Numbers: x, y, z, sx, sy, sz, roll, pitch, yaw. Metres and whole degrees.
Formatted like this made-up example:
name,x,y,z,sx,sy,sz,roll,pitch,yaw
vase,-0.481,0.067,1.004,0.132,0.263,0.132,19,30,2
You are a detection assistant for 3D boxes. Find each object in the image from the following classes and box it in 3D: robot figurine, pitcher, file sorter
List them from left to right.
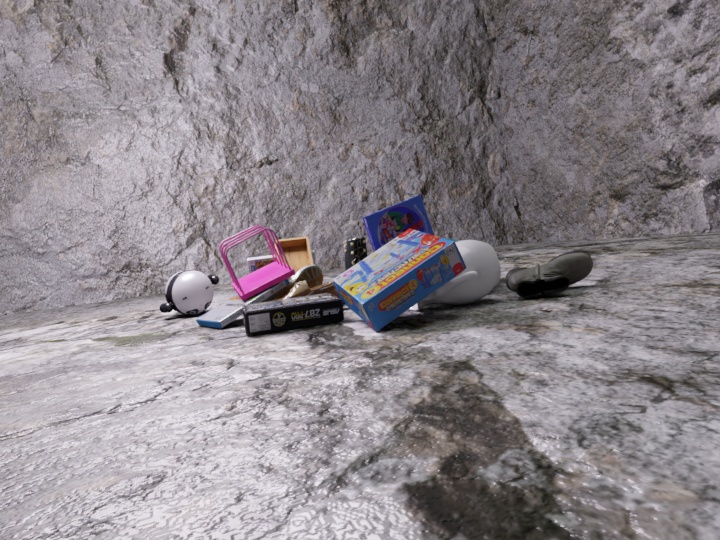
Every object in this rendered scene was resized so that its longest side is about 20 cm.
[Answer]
name,x,y,z,sx,sy,sz,roll,pitch,yaw
robot figurine,-0.494,0.065,1.514,0.122,0.155,0.198,25,-14,-28
file sorter,-0.263,-0.031,1.282,0.136,0.129,0.199,-27,15,-16
pitcher,0.181,0.016,1.030,0.193,0.126,0.171,-17,8,-8

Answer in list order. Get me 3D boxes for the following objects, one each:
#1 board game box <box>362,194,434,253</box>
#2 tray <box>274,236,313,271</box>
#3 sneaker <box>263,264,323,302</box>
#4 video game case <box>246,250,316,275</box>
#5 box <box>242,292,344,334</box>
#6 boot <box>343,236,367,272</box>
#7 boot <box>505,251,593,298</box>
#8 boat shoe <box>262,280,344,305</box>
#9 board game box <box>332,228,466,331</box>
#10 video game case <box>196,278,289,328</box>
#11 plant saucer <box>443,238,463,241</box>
name,x,y,z,sx,sy,sz,roll,pitch,yaw
board game box,0.099,-0.041,1.128,0.130,0.207,0.045,-20,4,-6
tray,-0.173,0.002,1.425,0.095,0.205,0.038,-6,-34,-13
sneaker,-0.176,0.041,1.326,0.085,0.078,0.198,-3,20,39
video game case,-0.222,0.023,1.509,0.192,0.148,0.018,-7,26,-14
box,-0.144,0.085,1.079,0.192,0.051,0.161,-8,5,-15
boot,-0.002,0.000,1.275,0.071,0.160,0.203,-7,3,-11
boot,0.401,0.018,1.071,0.193,0.070,0.131,-15,8,2
boat shoe,-0.133,0.062,1.217,0.192,0.077,0.075,-7,3,-15
board game box,0.064,0.008,0.967,0.197,0.057,0.195,-33,19,-11
video game case,-0.277,0.074,1.235,0.198,0.018,0.141,-35,18,-34
plant saucer,0.220,-0.036,1.245,0.192,0.028,0.201,6,19,-2
